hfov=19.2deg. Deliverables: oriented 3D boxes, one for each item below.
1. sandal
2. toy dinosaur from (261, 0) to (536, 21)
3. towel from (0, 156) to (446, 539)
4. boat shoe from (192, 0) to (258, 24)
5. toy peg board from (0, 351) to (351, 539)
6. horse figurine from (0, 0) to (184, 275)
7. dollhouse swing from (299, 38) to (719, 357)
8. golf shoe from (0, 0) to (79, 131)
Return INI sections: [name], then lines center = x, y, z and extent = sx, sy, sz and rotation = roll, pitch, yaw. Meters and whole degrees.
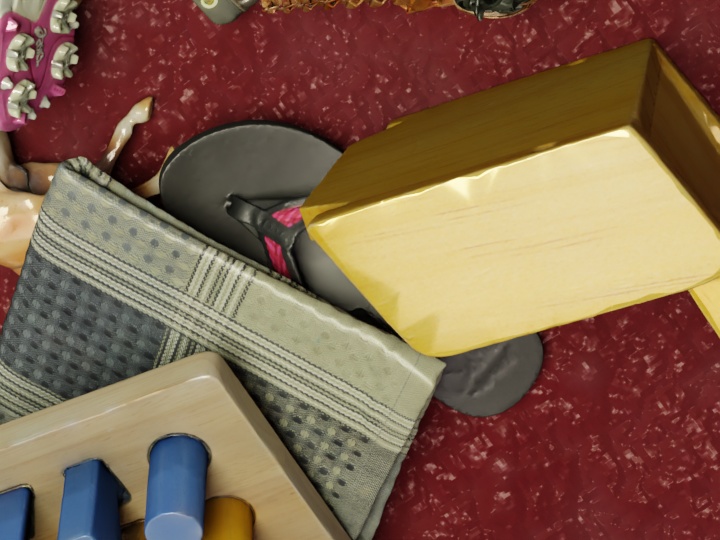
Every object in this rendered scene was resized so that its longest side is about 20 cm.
[sandal]
center = 0.000, 0.000, 0.963
extent = 0.200, 0.045, 0.075
rotation = 34, 103, -10
[toy dinosaur]
center = 0.061, -0.137, 0.884
extent = 0.200, 0.136, 0.102
rotation = -36, 78, 5
[towel]
center = -0.071, 0.056, 0.977
extent = 0.200, 0.035, 0.193
rotation = 29, 133, 5
[boat shoe]
center = -0.114, -0.190, 0.931
extent = 0.202, 0.072, 0.060
rotation = 40, 103, -7
[toy peg board]
center = -0.107, 0.163, 0.940
extent = 0.200, 0.098, 0.199
rotation = -21, 128, 14
[horse figurine]
center = -0.165, -0.063, 0.987
extent = 0.133, 0.050, 0.200
rotation = -35, 95, 10
[dollhouse swing]
center = 0.098, 0.014, 0.885
extent = 0.182, 0.200, 0.176
rotation = -17, 103, 13
[golf shoe]
center = -0.168, -0.157, 0.894
extent = 0.091, 0.075, 0.200
rotation = 20, 122, 22
